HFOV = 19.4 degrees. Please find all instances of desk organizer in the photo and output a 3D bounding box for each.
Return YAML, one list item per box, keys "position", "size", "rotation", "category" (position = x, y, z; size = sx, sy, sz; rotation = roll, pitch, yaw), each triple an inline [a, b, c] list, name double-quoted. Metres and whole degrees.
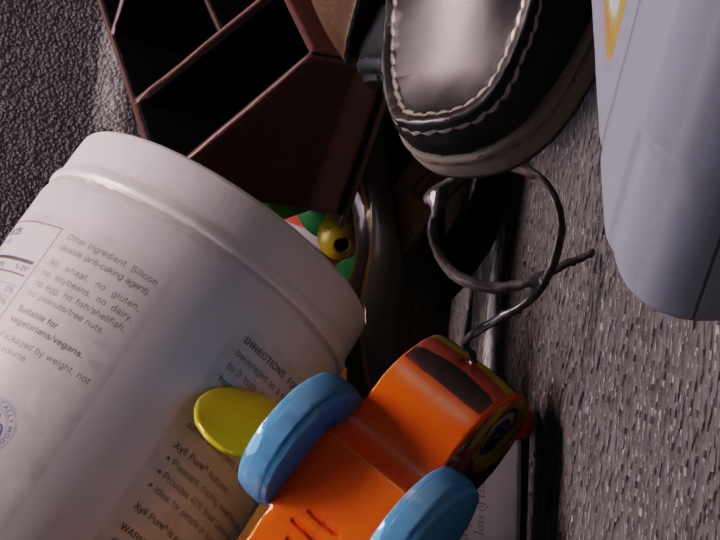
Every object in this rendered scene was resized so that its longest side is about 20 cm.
- position: [-0.054, -0.102, 0.858]
  size: [0.200, 0.077, 0.072]
  rotation: [-115, 39, -55]
  category: "desk organizer"

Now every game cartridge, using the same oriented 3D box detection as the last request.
- position: [0.072, -0.108, 0.412]
  size: [0.133, 0.041, 0.200]
  rotation: [92, 180, -50]
  category: "game cartridge"

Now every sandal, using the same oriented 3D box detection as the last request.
- position: [0.028, -0.023, 0.843]
  size: [0.082, 0.054, 0.200]
  rotation: [46, -140, -52]
  category: "sandal"

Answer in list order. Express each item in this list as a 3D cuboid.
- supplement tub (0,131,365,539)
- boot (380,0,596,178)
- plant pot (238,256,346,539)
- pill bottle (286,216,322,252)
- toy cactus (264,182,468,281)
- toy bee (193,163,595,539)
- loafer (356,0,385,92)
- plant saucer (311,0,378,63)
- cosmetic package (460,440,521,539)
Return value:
- position: [-0.102, 0.066, 0.751]
  size: [0.200, 0.132, 0.132]
  rotation: [-56, -6, -17]
  category: "supplement tub"
- position: [0.010, -0.138, 0.514]
  size: [0.150, 0.073, 0.200]
  rotation: [33, -116, -45]
  category: "boot"
- position: [-0.072, 0.061, 1.078]
  size: [0.183, 0.200, 0.200]
  rotation: [-57, 15, 23]
  category: "plant pot"
- position: [0.002, -0.117, 1.002]
  size: [0.112, 0.111, 0.200]
  rotation: [-89, 5, -53]
  category: "pill bottle"
- position: [0.000, 0.000, 0.935]
  size: [0.200, 0.102, 0.165]
  rotation: [53, -125, -36]
  category: "toy cactus"
- position: [0.019, 0.069, 0.675]
  size: [0.131, 0.200, 0.109]
  rotation: [59, -162, 15]
  category: "toy bee"
- position: [0.043, -0.090, 0.672]
  size: [0.201, 0.068, 0.071]
  rotation: [156, 127, -81]
  category: "loafer"
- position: [0.024, -0.170, 0.729]
  size: [0.200, 0.037, 0.201]
  rotation: [25, -90, -87]
  category: "plant saucer"
- position: [0.009, 0.135, 0.803]
  size: [0.200, 0.081, 0.113]
  rotation: [107, 167, -71]
  category: "cosmetic package"
